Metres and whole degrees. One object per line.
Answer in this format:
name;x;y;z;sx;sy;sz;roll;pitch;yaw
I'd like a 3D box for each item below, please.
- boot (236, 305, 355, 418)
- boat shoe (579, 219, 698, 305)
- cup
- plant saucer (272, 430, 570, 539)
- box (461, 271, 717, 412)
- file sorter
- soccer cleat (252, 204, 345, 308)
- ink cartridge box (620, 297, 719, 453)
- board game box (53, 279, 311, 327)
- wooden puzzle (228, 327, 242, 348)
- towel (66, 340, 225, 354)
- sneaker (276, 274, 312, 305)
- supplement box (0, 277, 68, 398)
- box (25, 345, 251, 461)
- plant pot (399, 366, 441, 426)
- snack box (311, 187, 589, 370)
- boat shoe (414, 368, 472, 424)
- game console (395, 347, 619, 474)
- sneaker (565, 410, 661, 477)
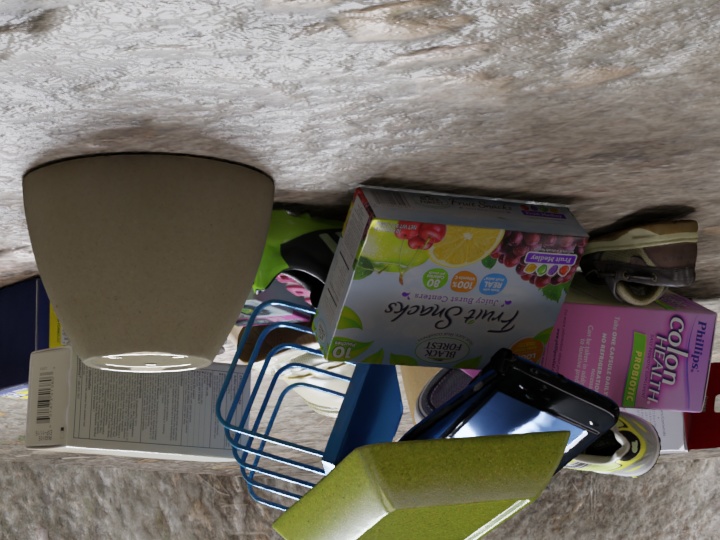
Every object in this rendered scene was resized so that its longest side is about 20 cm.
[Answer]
boot;0.001;0.081;1.812;0.199;0.073;0.155;-18;143;25
boat shoe;0.243;-0.001;1.653;0.073;0.065;0.200;-2;172;-11
cup;-0.166;0.002;1.456;0.199;0.144;0.200;-1;168;0
plant saucer;0.053;0.196;1.551;0.199;0.048;0.200;-1;155;-26
box;0.201;0.061;1.740;0.199;0.097;0.176;4;-170;-17
file sorter;-0.044;0.132;1.683;0.122;0.139;0.200;15;156;14
soccer cleat;-0.005;-0.006;1.578;0.199;0.082;0.067;4;168;-22
ink cartridge box;0.300;0.108;1.928;0.175;0.084;0.200;-4;-157;15
board game box;-0.163;0.015;1.730;0.199;0.065;0.147;-3;169;19
wooden puzzle;-0.040;0.037;1.904;0.199;0.047;0.185;-6;169;2
towel;-0.202;0.067;1.744;0.132;0.035;0.200;5;169;-17
sneaker;0.000;0.000;1.658;0.200;0.088;0.074;33;166;-28
supplement box;-0.271;0.078;1.917;0.199;0.110;0.109;7;167;-37
box;-0.203;0.126;1.718;0.199;0.095;0.078;11;167;-38
plant pot;0.128;0.146;2.056;0.185;0.201;0.186;0;168;0
snack box;0.073;0.011;1.537;0.199;0.053;0.143;4;123;-24
boat shoe;0.131;0.083;1.854;0.200;0.075;0.093;-36;150;-38
game console;0.098;0.162;1.581;0.170;0.119;0.200;25;149;-7
sneaker;0.172;0.141;1.695;0.199;0.076;0.076;4;172;21
